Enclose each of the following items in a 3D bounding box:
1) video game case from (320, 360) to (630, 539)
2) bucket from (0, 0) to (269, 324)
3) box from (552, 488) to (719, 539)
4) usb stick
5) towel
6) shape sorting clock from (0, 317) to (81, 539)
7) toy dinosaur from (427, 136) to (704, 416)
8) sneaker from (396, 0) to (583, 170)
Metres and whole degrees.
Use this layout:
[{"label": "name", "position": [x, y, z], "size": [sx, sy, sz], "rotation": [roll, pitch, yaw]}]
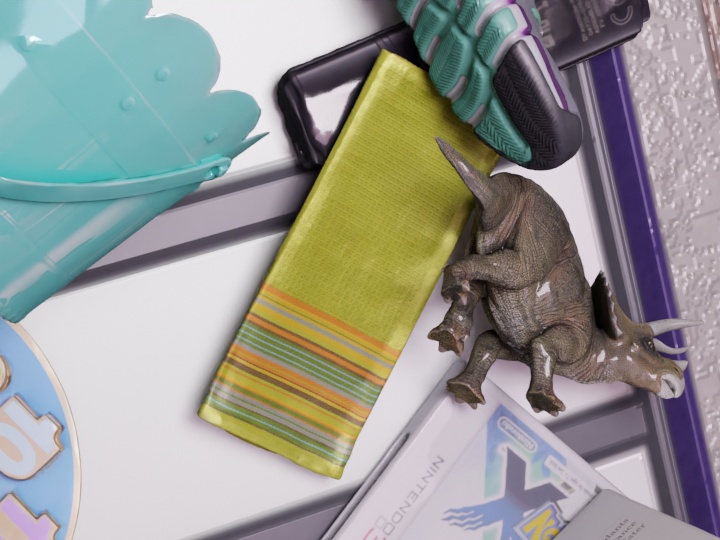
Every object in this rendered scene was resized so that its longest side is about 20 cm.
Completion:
[{"label": "video game case", "position": [0.070, 0.178, 0.876], "size": [0.200, 0.022, 0.182], "rotation": [40, 82, -17]}, {"label": "bucket", "position": [-0.154, -0.087, 0.693], "size": [0.135, 0.207, 0.207], "rotation": [-44, 106, -5]}, {"label": "box", "position": [0.134, 0.252, 0.822], "size": [0.199, 0.131, 0.200], "rotation": [-42, 106, -11]}, {"label": "usb stick", "position": [0.053, -0.108, 0.843], "size": [0.200, 0.033, 0.056], "rotation": [-25, 99, -15]}, {"label": "towel", "position": [0.000, 0.000, 0.821], "size": [0.086, 0.018, 0.200], "rotation": [25, 94, -29]}, {"label": "shape sorting clock", "position": [-0.224, 0.094, 0.748], "size": [0.199, 0.039, 0.201], "rotation": [1, 86, -9]}, {"label": "toy dinosaur", "position": [0.079, 0.004, 0.829], "size": [0.200, 0.077, 0.102], "rotation": [52, 52, -24]}, {"label": "sneaker", "position": [0.059, -0.144, 0.794], "size": [0.087, 0.074, 0.200], "rotation": [-30, 80, -28]}]
